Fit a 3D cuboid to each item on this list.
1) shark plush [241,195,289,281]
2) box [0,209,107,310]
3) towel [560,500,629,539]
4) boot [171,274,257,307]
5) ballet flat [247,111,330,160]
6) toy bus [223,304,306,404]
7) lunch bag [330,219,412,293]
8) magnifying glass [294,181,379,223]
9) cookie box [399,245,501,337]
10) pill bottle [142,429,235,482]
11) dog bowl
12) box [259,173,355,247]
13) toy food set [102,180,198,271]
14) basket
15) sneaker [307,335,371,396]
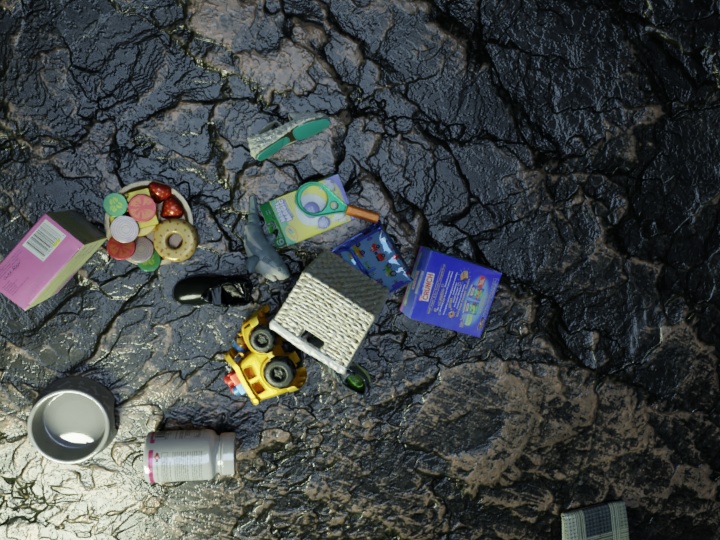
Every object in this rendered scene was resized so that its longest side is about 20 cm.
[{"bbox_3d":[-0.223,-0.070,1.410,0.083,0.091,0.201,-15,76,7],"label":"shark plush"},{"bbox_3d":[-0.646,-0.030,1.274,0.097,0.200,0.176,42,90,-12],"label":"box"},{"bbox_3d":[0.641,0.735,1.665,0.192,0.035,0.201,-8,96,-11],"label":"towel"},{"bbox_3d":[-0.327,0.049,1.354,0.198,0.162,0.074,-4,96,-9],"label":"boot"},{"bbox_3d":[-0.168,-0.321,1.385,0.200,0.072,0.072,-28,100,-5],"label":"ballet flat"},{"bbox_3d":[-0.245,0.206,1.416,0.192,0.136,0.200,-26,98,11],"label":"toy bus"},{"bbox_3d":[0.000,0.000,1.450,0.200,0.094,0.151,-31,102,9],"label":"lunch bag"},{"bbox_3d":[-0.053,-0.147,1.400,0.199,0.022,0.080,16,94,-12],"label":"magnifying glass"},{"bbox_3d":[0.217,0.051,1.473,0.199,0.075,0.172,17,94,-20],"label":"cookie box"},{"bbox_3d":[-0.392,0.429,1.416,0.199,0.113,0.114,0,97,-9],"label":"pill bottle"},{"bbox_3d":[-0.658,0.347,1.393,0.199,0.059,0.201,-1,97,-10],"label":"dog bowl"},{"bbox_3d":[-0.125,-0.137,1.423,0.199,0.048,0.118,-23,100,-4],"label":"box"},{"bbox_3d":[-0.476,-0.101,1.368,0.197,0.049,0.201,-16,100,-8],"label":"toy food set"},{"bbox_3d":[-0.059,0.084,1.351,0.198,0.200,0.161,33,110,2],"label":"basket"},{"bbox_3d":[-0.047,0.228,1.462,0.200,0.081,0.074,39,90,-11],"label":"sneaker"}]
